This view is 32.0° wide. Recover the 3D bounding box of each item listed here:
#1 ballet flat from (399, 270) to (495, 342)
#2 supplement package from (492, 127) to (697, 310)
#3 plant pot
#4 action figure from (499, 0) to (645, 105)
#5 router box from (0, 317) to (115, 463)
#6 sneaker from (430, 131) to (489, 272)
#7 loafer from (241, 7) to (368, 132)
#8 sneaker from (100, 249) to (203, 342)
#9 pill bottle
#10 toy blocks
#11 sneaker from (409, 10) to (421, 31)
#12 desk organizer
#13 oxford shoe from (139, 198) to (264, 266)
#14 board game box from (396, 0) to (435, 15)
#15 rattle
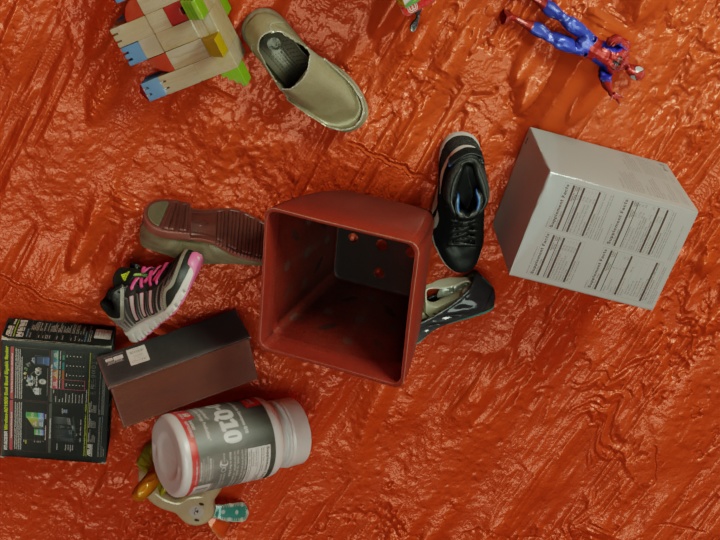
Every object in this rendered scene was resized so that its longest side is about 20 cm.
[{"bbox_3d":[0.087,0.055,1.723,0.199,0.073,0.073,-24,116,2],"label":"ballet flat"},{"bbox_3d":[0.297,-0.068,1.624,0.199,0.152,0.151,14,116,-10],"label":"supplement package"},{"bbox_3d":[0.000,0.000,1.607,0.199,0.176,0.200,15,119,17],"label":"plant pot"},{"bbox_3d":[0.274,-0.275,1.551,0.199,0.099,0.065,24,115,-17],"label":"action figure"},{"bbox_3d":[-0.422,0.169,1.752,0.149,0.062,0.201,5,117,-7],"label":"router box"},{"bbox_3d":[0.129,-0.069,1.636,0.073,0.112,0.201,-4,117,0],"label":"sneaker"},{"bbox_3d":[-0.070,-0.238,1.561,0.200,0.068,0.076,39,109,-21],"label":"loafer"},{"bbox_3d":[-0.282,0.023,1.658,0.087,0.074,0.200,37,136,-14],"label":"sneaker"},{"bbox_3d":[-0.177,0.238,1.739,0.199,0.114,0.114,-8,122,-32],"label":"pill bottle"},{"bbox_3d":[-0.236,-0.297,1.517,0.136,0.100,0.200,-17,118,18],"label":"toy blocks"},{"bbox_3d":[0.032,-0.349,1.506,0.199,0.078,0.140,-16,116,5],"label":"sneaker"},{"bbox_3d":[-0.245,0.133,1.706,0.199,0.072,0.077,-19,127,-14],"label":"desk organizer"},{"bbox_3d":[-0.195,-0.040,1.669,0.199,0.071,0.075,16,141,-13],"label":"oxford shoe"},{"bbox_3d":[0.058,-0.388,1.402,0.095,0.030,0.200,-31,126,-7],"label":"board game box"},{"bbox_3d":[-0.239,0.340,1.813,0.130,0.143,0.200,-30,110,-9],"label":"rattle"}]
